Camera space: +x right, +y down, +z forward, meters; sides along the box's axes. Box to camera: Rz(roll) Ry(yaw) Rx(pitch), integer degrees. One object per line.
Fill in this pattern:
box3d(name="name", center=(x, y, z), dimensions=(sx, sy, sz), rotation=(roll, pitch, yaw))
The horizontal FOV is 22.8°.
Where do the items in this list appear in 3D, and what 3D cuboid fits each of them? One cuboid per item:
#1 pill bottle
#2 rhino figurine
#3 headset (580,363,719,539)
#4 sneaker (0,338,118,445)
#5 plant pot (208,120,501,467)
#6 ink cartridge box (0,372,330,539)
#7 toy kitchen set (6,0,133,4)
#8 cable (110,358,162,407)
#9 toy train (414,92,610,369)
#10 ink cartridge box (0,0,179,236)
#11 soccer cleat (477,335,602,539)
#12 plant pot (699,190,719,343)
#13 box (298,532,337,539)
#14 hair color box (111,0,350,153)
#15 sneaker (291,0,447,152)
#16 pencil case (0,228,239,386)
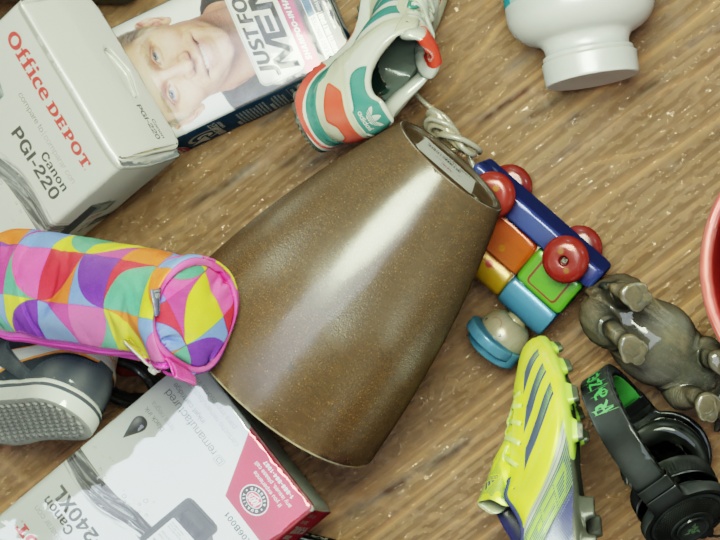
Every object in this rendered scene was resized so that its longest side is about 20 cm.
box3d(name="pill bottle", center=(0.153, -0.237, 1.304), dimensions=(0.110, 0.111, 0.202), rotation=(-10, 86, 6))
box3d(name="rhino figurine", center=(0.235, 0.070, 1.277), dimensions=(0.200, 0.087, 0.060), rotation=(38, 90, -19))
box3d(name="headset", center=(0.213, 0.160, 1.280), dimensions=(0.094, 0.124, 0.200), rotation=(-37, 108, 15))
box3d(name="sneaker", center=(-0.249, 0.081, 1.332), dimensions=(0.199, 0.078, 0.080), rotation=(-2, 52, 42))
box3d(name="plant pot", center=(0.000, 0.000, 1.254), dimensions=(0.187, 0.187, 0.200), rotation=(42, 105, 7))
box3d(name="ink cartridge box", center=(-0.145, 0.181, 1.291), dimensions=(0.200, 0.083, 0.145), rotation=(-40, 80, 1))
box3d(name="toy kitchen set", center=(-0.292, -0.281, 1.373), dimensions=(0.199, 0.180, 0.165), rotation=(-3, 90, -29))
box3d(name="cable", center=(-0.225, 0.063, 1.382), dimensions=(0.198, 0.050, 0.098), rotation=(-8, 103, 19))
box3d(name="toy train", center=(0.077, -0.030, 1.324), dimensions=(0.200, 0.085, 0.116), rotation=(41, 106, 7))
box3d(name="ink cartridge box", center=(-0.251, -0.089, 1.323), dimensions=(0.200, 0.085, 0.146), rotation=(-36, 83, 28))
box3d(name="soccer cleat", center=(0.119, 0.132, 1.244), dimensions=(0.083, 0.065, 0.201), rotation=(-11, 53, 11))
box3d(name="plant pot", center=(0.329, 0.000, 1.237), dimensions=(0.199, 0.177, 0.202), rotation=(0, 87, 7))
box3d(name="box", center=(-0.092, 0.288, 1.340), dimensions=(0.192, 0.048, 0.202), rotation=(13, 89, 11))
box3d(name="hair color box", center=(-0.109, -0.161, 1.357), dimensions=(0.199, 0.061, 0.101), rotation=(-25, 84, 6))
box3d(name="sneaker", center=(0.034, -0.165, 1.290), dimensions=(0.070, 0.093, 0.200), rotation=(53, 54, -29))
box3d(name="pencil case", center=(-0.175, 0.020, 1.210), dimensions=(0.199, 0.088, 0.089), rotation=(9, 88, 40))
